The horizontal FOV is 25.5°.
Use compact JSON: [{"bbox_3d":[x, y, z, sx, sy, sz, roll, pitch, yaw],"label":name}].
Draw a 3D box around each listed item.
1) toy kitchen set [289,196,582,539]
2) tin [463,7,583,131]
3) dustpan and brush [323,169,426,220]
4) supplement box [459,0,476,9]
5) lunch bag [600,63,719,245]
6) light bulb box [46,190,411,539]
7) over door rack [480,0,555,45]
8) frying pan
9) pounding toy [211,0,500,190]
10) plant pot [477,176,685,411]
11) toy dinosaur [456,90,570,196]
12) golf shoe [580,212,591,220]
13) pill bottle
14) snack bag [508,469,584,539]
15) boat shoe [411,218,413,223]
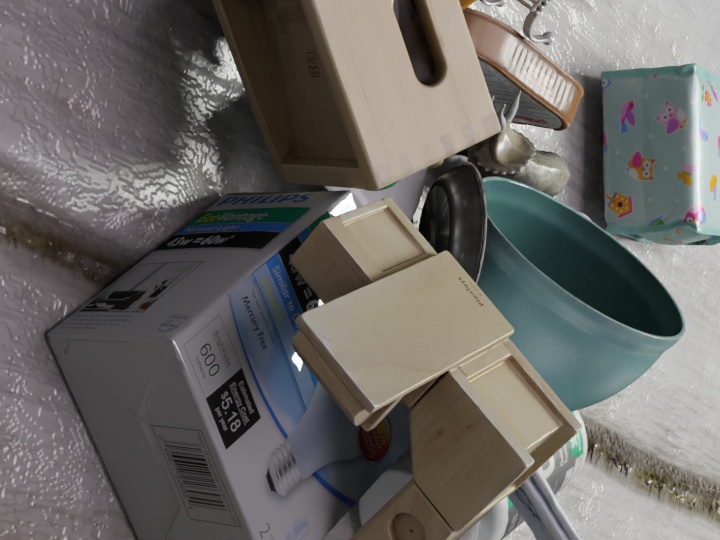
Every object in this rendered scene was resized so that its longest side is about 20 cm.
[{"bbox_3d":[-0.008,0.095,1.019,0.200,0.181,0.163,51,35,13],"label":"toy kitchen set"},{"bbox_3d":[0.107,-0.169,1.331,0.200,0.112,0.042,28,84,-47],"label":"tin"},{"bbox_3d":[0.016,-0.105,1.237,0.140,0.057,0.200,51,51,-5],"label":"dustpan and brush"},{"bbox_3d":[0.086,-0.241,1.166,0.067,0.069,0.200,55,26,-7],"label":"supplement box"},{"bbox_3d":[0.324,-0.111,1.603,0.200,0.121,0.172,6,83,-60],"label":"lunch bag"},{"bbox_3d":[-0.076,0.075,1.089,0.200,0.124,0.199,-43,122,-42],"label":"light bulb box"},{"bbox_3d":[0.162,-0.298,1.292,0.066,0.148,0.201,17,112,-47],"label":"over door rack"},{"bbox_3d":[0.058,-0.028,1.234,0.031,0.190,0.116,5,93,-17],"label":"frying pan"},{"bbox_3d":[0.010,-0.137,1.084,0.142,0.184,0.201,-26,106,-22],"label":"pounding toy"},{"bbox_3d":[0.140,0.039,1.274,0.200,0.200,0.135,3,127,-52],"label":"plant pot"},{"bbox_3d":[0.134,-0.083,1.372,0.200,0.102,0.078,27,70,-48],"label":"toy dinosaur"},{"bbox_3d":[0.150,-0.020,1.418,0.200,0.075,0.092,-38,116,-46],"label":"golf shoe"},{"bbox_3d":[0.094,0.168,1.313,0.200,0.113,0.114,-28,112,-48],"label":"pill bottle"},{"bbox_3d":[0.099,0.124,1.152,0.189,0.021,0.200,57,-4,8],"label":"snack bag"},{"bbox_3d":[0.000,0.000,1.235,0.072,0.065,0.201,6,66,-28],"label":"boat shoe"}]
